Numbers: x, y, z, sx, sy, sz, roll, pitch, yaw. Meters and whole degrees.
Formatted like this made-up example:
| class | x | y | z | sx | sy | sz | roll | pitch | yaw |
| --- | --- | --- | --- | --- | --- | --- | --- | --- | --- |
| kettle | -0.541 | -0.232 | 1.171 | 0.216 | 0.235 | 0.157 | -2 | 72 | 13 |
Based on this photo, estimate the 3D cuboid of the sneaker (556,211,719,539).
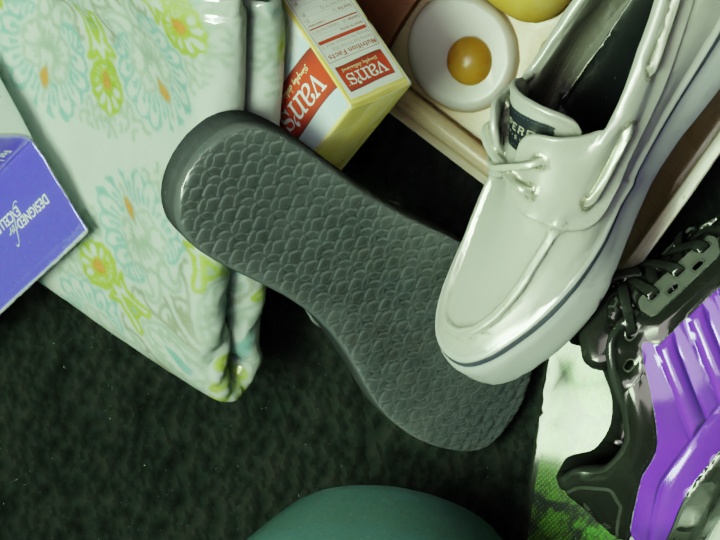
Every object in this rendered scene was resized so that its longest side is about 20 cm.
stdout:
| class | x | y | z | sx | sy | sz | roll | pitch | yaw |
| --- | --- | --- | --- | --- | --- | --- | --- | --- | --- |
| sneaker | 0.134 | 0.015 | 0.989 | 0.099 | 0.070 | 0.202 | 20 | 96 | 1 |

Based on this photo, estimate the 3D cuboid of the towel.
| class | x | y | z | sx | sy | sz | roll | pitch | yaw |
| --- | --- | --- | --- | --- | --- | --- | --- | --- | --- |
| towel | -0.105 | -0.063 | 1.057 | 0.171 | 0.048 | 0.201 | 34 | 134 | 35 |

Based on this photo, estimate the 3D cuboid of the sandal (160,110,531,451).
| class | x | y | z | sx | sy | sz | roll | pitch | yaw |
| --- | --- | --- | --- | --- | --- | --- | --- | --- | --- |
| sandal | 0.000 | -0.001 | 1.026 | 0.076 | 0.200 | 0.043 | -48 | 31 | -1 |

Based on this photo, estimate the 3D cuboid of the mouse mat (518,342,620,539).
| class | x | y | z | sx | sy | sz | roll | pitch | yaw |
| --- | --- | --- | --- | --- | --- | --- | --- | --- | --- |
| mouse mat | 0.143 | 0.107 | 1.046 | 0.160 | 0.008 | 0.202 | 10 | 98 | 21 |

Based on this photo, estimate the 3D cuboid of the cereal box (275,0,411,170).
| class | x | y | z | sx | sy | sz | roll | pitch | yaw |
| --- | --- | --- | --- | --- | --- | --- | --- | --- | --- |
| cereal box | -0.073 | -0.116 | 1.061 | 0.201 | 0.039 | 0.144 | 57 | 143 | 11 |

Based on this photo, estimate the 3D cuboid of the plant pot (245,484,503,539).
| class | x | y | z | sx | sy | sz | roll | pitch | yaw |
| --- | --- | --- | --- | --- | --- | --- | --- | --- | --- |
| plant pot | 0.004 | 0.167 | 1.025 | 0.198 | 0.200 | 0.136 | -4 | 57 | 22 |

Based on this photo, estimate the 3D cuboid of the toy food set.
| class | x | y | z | sx | sy | sz | roll | pitch | yaw |
| --- | --- | --- | --- | --- | --- | --- | --- | --- | --- |
| toy food set | 0.067 | -0.102 | 1.033 | 0.200 | 0.060 | 0.144 | 38 | 106 | 16 |

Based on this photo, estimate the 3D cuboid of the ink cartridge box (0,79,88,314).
| class | x | y | z | sx | sy | sz | roll | pitch | yaw |
| --- | --- | --- | --- | --- | --- | --- | --- | --- | --- |
| ink cartridge box | -0.224 | -0.056 | 1.121 | 0.198 | 0.043 | 0.201 | -39 | 79 | 47 |

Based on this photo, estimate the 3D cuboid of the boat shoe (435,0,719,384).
| class | x | y | z | sx | sy | sz | roll | pitch | yaw |
| --- | --- | --- | --- | --- | --- | --- | --- | --- | --- |
| boat shoe | 0.079 | -0.049 | 0.965 | 0.201 | 0.065 | 0.072 | -55 | 44 | 15 |
